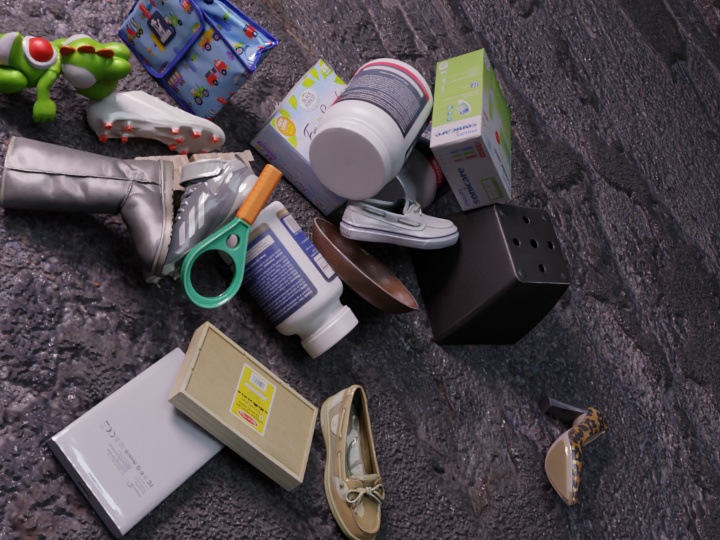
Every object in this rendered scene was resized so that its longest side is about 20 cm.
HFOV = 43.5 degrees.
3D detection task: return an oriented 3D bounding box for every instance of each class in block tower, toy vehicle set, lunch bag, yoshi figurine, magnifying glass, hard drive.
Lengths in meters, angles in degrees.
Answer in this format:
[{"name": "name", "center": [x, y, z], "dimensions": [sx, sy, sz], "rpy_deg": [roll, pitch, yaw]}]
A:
[{"name": "block tower", "center": [-0.233, -0.124, 1.239], "dimensions": [0.199, 0.054, 0.058], "rpy_deg": [-13, 75, -44]}, {"name": "toy vehicle set", "center": [-0.141, 0.170, 1.132], "dimensions": [0.200, 0.026, 0.125], "rpy_deg": [42, 33, -21]}, {"name": "lunch bag", "center": [-0.244, -0.333, 1.284], "dimensions": [0.200, 0.150, 0.094], "rpy_deg": [43, 45, -12]}, {"name": "yoshi figurine", "center": [-0.391, -0.251, 1.143], "dimensions": [0.197, 0.114, 0.112], "rpy_deg": [-2, 23, -12]}, {"name": "magnifying glass", "center": [-0.160, -0.044, 1.151], "dimensions": [0.079, 0.022, 0.202], "rpy_deg": [34, 80, -30]}, {"name": "hard drive", "center": [-0.248, 0.195, 1.055], "dimensions": [0.133, 0.025, 0.200], "rpy_deg": [54, 44, -2]}]

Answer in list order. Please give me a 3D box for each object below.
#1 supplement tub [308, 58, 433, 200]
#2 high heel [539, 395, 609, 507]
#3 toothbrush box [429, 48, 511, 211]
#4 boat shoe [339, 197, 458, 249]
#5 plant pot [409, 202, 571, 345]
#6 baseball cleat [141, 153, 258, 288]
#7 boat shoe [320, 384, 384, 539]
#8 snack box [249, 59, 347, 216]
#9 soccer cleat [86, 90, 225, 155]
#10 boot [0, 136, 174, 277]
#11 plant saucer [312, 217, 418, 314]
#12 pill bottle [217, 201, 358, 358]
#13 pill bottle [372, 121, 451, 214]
[{"name": "supplement tub", "center": [0.017, -0.213, 1.349], "dimensions": [0.140, 0.140, 0.201], "rpy_deg": [43, 45, -12]}, {"name": "high heel", "center": [0.373, 0.306, 1.487], "dimensions": [0.141, 0.072, 0.202], "rpy_deg": [20, 44, -23]}, {"name": "toothbrush box", "center": [0.177, -0.221, 1.413], "dimensions": [0.146, 0.085, 0.202], "rpy_deg": [56, 33, -42]}, {"name": "boat shoe", "center": [0.067, -0.077, 1.370], "dimensions": [0.198, 0.068, 0.074], "rpy_deg": [1, 24, -27]}, {"name": "plant pot", "center": [0.221, -0.006, 1.471], "dimensions": [0.198, 0.177, 0.202], "rpy_deg": [3, 63, -38]}, {"name": "baseball cleat", "center": [-0.221, -0.073, 1.173], "dimensions": [0.200, 0.070, 0.107], "rpy_deg": [-41, 93, -19]}, {"name": "boat shoe", "center": [-0.005, 0.257, 1.200], "dimensions": [0.073, 0.063, 0.203], "rpy_deg": [12, 58, -35]}, {"name": "snack box", "center": [-0.059, -0.213, 1.431], "dimensions": [0.169, 0.067, 0.201], "rpy_deg": [43, 44, -13]}, {"name": "soccer cleat", "center": [-0.278, -0.210, 1.244], "dimensions": [0.198, 0.069, 0.078], "rpy_deg": [5, 59, -35]}, {"name": "boot", "center": [-0.327, -0.079, 1.081], "dimensions": [0.197, 0.073, 0.184], "rpy_deg": [8, 49, -23]}, {"name": "plant saucer", "center": [0.000, 0.000, 1.318], "dimensions": [0.200, 0.035, 0.200], "rpy_deg": [40, 8, -7]}, {"name": "pill bottle", "center": [-0.094, 0.016, 1.233], "dimensions": [0.201, 0.111, 0.111], "rpy_deg": [52, 44, -3]}, {"name": "pill bottle", "center": [0.090, -0.162, 1.493], "dimensions": [0.120, 0.119, 0.200], "rpy_deg": [53, 44, -1]}]
